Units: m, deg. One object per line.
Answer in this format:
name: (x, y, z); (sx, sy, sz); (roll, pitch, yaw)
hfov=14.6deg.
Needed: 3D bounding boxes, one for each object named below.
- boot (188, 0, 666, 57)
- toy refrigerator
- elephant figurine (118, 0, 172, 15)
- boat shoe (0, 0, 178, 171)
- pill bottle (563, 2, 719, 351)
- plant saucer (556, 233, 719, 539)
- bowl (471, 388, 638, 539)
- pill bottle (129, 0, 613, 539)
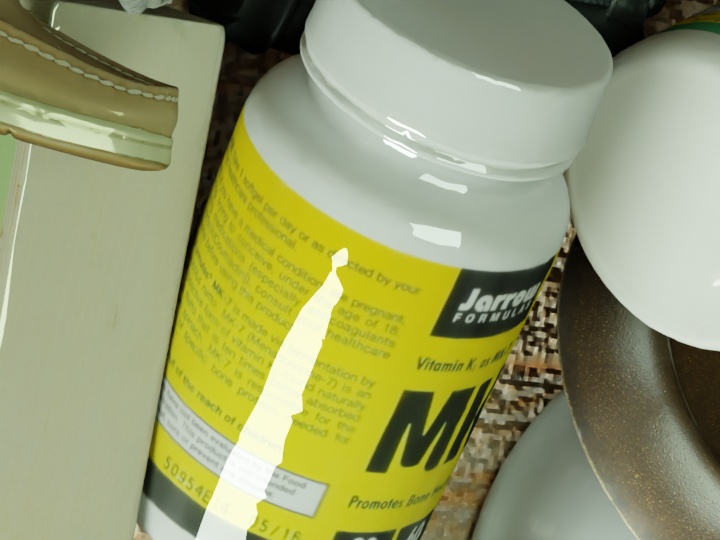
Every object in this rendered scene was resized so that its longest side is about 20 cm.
boot: (0.041, -0.142, 0.965); (0.162, 0.073, 0.199); (13, 103, -30)
toy refrigerator: (-0.107, 0.009, 0.914); (0.070, 0.076, 0.201); (5, 101, -31)
elephant figurine: (-0.061, -0.146, 0.764); (0.200, 0.141, 0.156); (-23, 117, -64)
boat shoe: (-0.138, -0.092, 0.825); (0.199, 0.074, 0.067); (25, 92, 0)
pill bottle: (0.173, -0.056, 1.004); (0.200, 0.112, 0.113); (-26, 116, -43)
plant saucer: (0.164, 0.040, 1.044); (0.199, 0.032, 0.201); (15, 59, -27)
bowl: (0.145, 0.128, 1.087); (0.200, 0.090, 0.202); (-8, 106, -29)
pill bottle: (0.000, 0.000, 0.915); (0.114, 0.114, 0.201); (5, 123, -31)
